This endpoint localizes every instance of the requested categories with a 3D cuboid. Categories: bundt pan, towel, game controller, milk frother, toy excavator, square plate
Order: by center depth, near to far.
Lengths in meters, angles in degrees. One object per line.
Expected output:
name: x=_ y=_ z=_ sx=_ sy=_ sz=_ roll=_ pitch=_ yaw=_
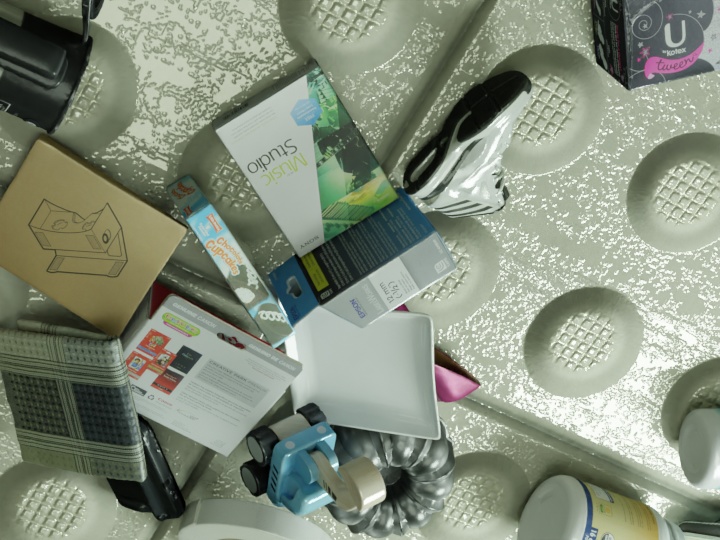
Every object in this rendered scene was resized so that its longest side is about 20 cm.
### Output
milk frother: x=-0.371 y=-0.279 z=1.508 sx=0.188 sy=0.180 sz=0.200 roll=23 pitch=66 yaw=-22
towel: x=-0.346 y=0.154 z=1.699 sx=0.200 sy=0.035 sz=0.193 roll=5 pitch=115 yaw=30
toy excavator: x=-0.048 y=0.253 z=1.749 sx=0.100 sy=0.200 sz=0.195 roll=-23 pitch=144 yaw=-30
square plate: x=0.002 y=0.117 z=1.772 sx=0.198 sy=0.028 sz=0.200 roll=7 pitch=127 yaw=18
game controller: x=-0.285 y=0.240 z=1.773 sx=0.042 sy=0.104 sz=0.200 roll=-52 pitch=144 yaw=-34
bundt pan: x=0.035 y=0.272 z=1.879 sx=0.202 sy=0.076 sz=0.202 roll=-5 pitch=117 yaw=-10

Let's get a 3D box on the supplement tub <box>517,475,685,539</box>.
supplement tub: x=0.333 y=0.376 z=1.954 sx=0.200 sy=0.144 sz=0.144 roll=22 pitch=109 yaw=-21

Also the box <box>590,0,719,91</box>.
box: x=0.382 y=-0.302 z=1.655 sx=0.200 sy=0.115 sz=0.132 roll=-13 pitch=117 yaw=-6

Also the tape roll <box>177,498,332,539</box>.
tape roll: x=-0.136 y=0.350 z=1.832 sx=0.203 sy=0.037 sz=0.203 roll=10 pitch=151 yaw=6

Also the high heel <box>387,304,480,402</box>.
high heel: x=0.087 y=0.090 z=1.807 sx=0.096 sy=0.067 sz=0.200 roll=-15 pitch=132 yaw=4

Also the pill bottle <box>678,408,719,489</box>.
pill bottle: x=0.550 y=0.245 z=1.957 sx=0.200 sy=0.111 sz=0.111 roll=1 pitch=115 yaw=-12

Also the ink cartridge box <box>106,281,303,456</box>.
ink cartridge box: x=-0.195 y=0.107 z=1.727 sx=0.200 sy=0.084 sz=0.176 roll=31 pitch=117 yaw=-24

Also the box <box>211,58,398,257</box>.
box: x=-0.063 y=-0.130 z=1.685 sx=0.144 sy=0.036 sz=0.200 roll=-31 pitch=119 yaw=4

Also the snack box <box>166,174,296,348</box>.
snack box: x=-0.153 y=-0.011 z=1.676 sx=0.037 sy=0.116 sz=0.200 roll=-34 pitch=117 yaw=-4

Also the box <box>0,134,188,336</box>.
box: x=-0.325 y=-0.038 z=1.648 sx=0.200 sy=0.021 sz=0.164 roll=33 pitch=107 yaw=-7

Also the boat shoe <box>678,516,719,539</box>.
boat shoe: x=0.550 y=0.380 z=2.053 sx=0.201 sy=0.061 sz=0.072 roll=10 pitch=157 yaw=-8

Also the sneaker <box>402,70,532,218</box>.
sneaker: x=0.155 y=-0.145 z=1.716 sx=0.115 sy=0.076 sz=0.201 roll=31 pitch=113 yaw=-33

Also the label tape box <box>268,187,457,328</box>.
label tape box: x=0.000 y=0.000 z=1.696 sx=0.200 sy=0.143 sz=0.066 roll=-34 pitch=119 yaw=2
